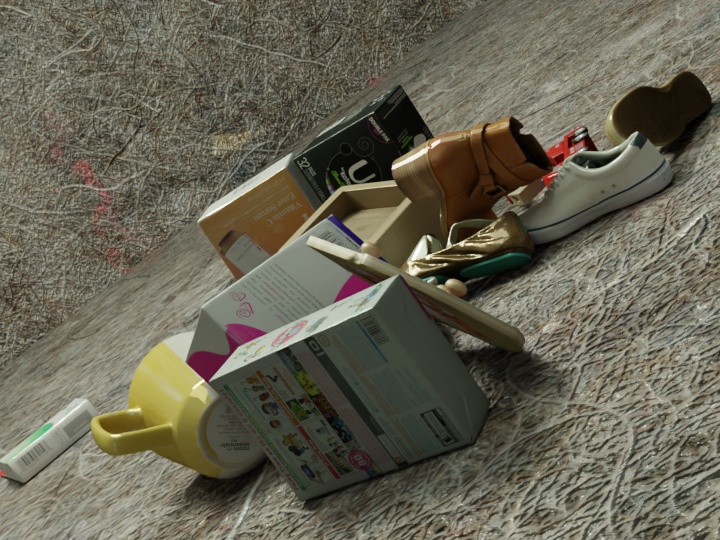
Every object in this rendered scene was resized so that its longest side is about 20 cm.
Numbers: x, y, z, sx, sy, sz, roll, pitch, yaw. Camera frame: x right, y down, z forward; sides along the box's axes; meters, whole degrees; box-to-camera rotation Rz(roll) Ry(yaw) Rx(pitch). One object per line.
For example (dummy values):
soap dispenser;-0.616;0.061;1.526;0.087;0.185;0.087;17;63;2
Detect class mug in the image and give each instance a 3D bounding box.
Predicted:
mug;-0.171;0.165;1.250;0.187;0.150;0.153;-43;23;-14

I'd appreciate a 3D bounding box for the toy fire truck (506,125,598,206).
toy fire truck;0.230;-0.117;1.438;0.141;0.049;0.200;-31;14;20

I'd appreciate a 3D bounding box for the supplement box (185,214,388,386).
supplement box;-0.070;0.048;1.195;0.200;0.101;0.103;-37;-18;-40

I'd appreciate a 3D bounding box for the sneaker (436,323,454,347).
sneaker;0.007;0.110;1.134;0.200;0.073;0.114;-40;17;-24

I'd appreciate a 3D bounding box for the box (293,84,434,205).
box;0.035;-0.122;1.602;0.148;0.200;0.124;-27;13;31

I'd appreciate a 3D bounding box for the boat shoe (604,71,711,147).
boat shoe;0.330;-0.170;1.327;0.200;0.071;0.065;-24;-9;-44

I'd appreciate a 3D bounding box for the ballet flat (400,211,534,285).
ballet flat;0.104;-0.015;1.312;0.200;0.068;0.073;-25;60;34

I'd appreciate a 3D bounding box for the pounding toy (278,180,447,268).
pounding toy;0.000;0.000;1.464;0.184;0.142;0.200;-3;33;40

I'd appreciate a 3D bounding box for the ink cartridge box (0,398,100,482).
ink cartridge box;-0.525;0.276;1.918;0.161;0.050;0.200;-41;16;-25

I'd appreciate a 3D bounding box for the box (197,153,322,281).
box;-0.108;-0.037;1.654;0.152;0.200;0.106;-32;12;10

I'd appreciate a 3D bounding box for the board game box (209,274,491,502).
board game box;-0.011;0.106;1.013;0.200;0.148;0.064;-25;17;34

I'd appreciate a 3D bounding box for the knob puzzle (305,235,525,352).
knob puzzle;0.072;0.021;1.050;0.031;0.219;0.220;-62;17;-5

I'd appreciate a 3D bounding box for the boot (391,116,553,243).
boot;0.150;-0.099;1.320;0.155;0.200;0.077;-20;47;31

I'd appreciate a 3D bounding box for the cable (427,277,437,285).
cable;0.011;0.078;1.276;0.200;0.050;0.097;-34;0;8

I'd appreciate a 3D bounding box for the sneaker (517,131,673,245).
sneaker;0.239;-0.092;1.272;0.200;0.071;0.073;-27;15;30
